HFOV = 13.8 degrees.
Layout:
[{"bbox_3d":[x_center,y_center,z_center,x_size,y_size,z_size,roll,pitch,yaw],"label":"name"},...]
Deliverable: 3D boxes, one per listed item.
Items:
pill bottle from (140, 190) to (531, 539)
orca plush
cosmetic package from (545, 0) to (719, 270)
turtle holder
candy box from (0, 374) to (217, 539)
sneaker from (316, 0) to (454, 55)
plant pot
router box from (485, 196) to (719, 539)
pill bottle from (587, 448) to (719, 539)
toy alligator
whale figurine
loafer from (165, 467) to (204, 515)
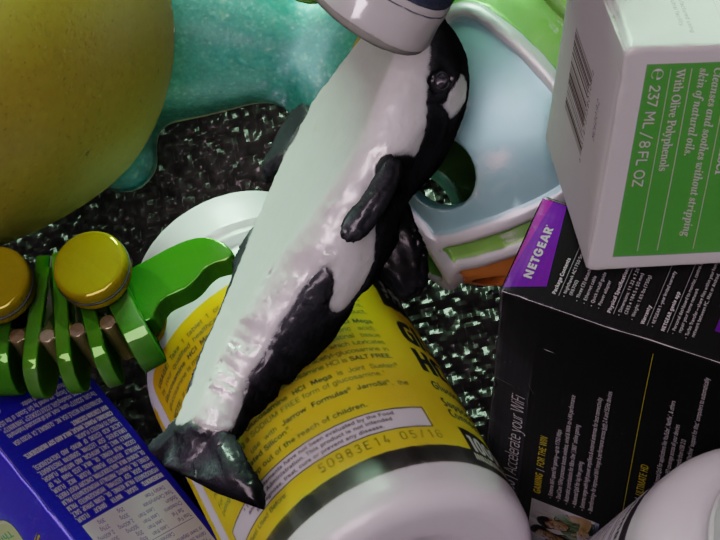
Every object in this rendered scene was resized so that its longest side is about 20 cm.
[{"bbox_3d":[-0.019,0.062,1.208,0.112,0.112,0.200,-37,49,7],"label":"pill bottle"},{"bbox_3d":[0.000,0.000,1.136,0.071,0.105,0.200,28,74,-25],"label":"orca plush"},{"bbox_3d":[0.177,-0.069,1.095,0.200,0.108,0.085,-3,41,-9],"label":"cosmetic package"},{"bbox_3d":[0.050,-0.077,1.208,0.132,0.141,0.186,-39,111,-5],"label":"turtle holder"},{"bbox_3d":[-0.115,0.166,1.235,0.200,0.077,0.169,50,131,11],"label":"candy box"},{"bbox_3d":[0.032,-0.184,1.111,0.077,0.202,0.146,23,114,-21],"label":"sneaker"},{"bbox_3d":[-0.190,-0.080,1.172,0.200,0.142,0.200,7,117,15],"label":"plant pot"},{"bbox_3d":[0.126,0.067,1.171,0.149,0.200,0.051,20,58,11],"label":"router box"},{"bbox_3d":[0.133,0.131,1.102,0.111,0.200,0.112,10,62,-19],"label":"pill bottle"},{"bbox_3d":[-0.145,0.028,1.182,0.200,0.059,0.054,-9,62,9],"label":"toy alligator"},{"bbox_3d":[-0.087,-0.112,1.269,0.200,0.104,0.159,16,89,9],"label":"whale figurine"},{"bbox_3d":[-0.017,0.151,1.264,0.200,0.073,0.071,25,105,18],"label":"loafer"}]
